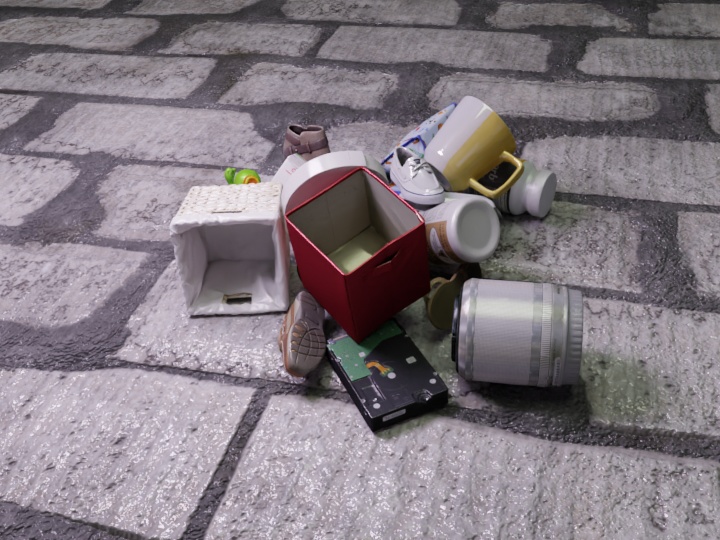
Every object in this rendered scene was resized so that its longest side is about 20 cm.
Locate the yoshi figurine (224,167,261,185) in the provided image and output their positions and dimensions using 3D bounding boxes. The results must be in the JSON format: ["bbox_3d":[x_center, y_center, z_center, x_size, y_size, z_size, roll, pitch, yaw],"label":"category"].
[{"bbox_3d":[-0.233,-0.175,1.716,0.111,0.114,0.199,-28,14,-22],"label":"yoshi figurine"}]

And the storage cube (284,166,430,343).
[{"bbox_3d":[-0.001,-0.028,1.364,0.170,0.181,0.200,-34,52,-19],"label":"storage cube"}]

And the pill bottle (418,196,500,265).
[{"bbox_3d":[0.157,-0.068,1.513,0.113,0.116,0.199,-27,11,-29],"label":"pill bottle"}]

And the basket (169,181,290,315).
[{"bbox_3d":[-0.230,-0.045,1.502,0.194,0.203,0.162,-3,33,1],"label":"basket"}]

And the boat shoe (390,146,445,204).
[{"bbox_3d":[0.103,-0.184,1.555,0.072,0.067,0.200,-13,29,-19],"label":"boat shoe"}]

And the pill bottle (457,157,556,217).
[{"bbox_3d":[0.303,-0.183,1.709,0.197,0.118,0.116,19,41,29],"label":"pill bottle"}]

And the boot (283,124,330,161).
[{"bbox_3d":[-0.085,-0.245,1.804,0.196,0.149,0.070,12,36,20],"label":"boot"}]

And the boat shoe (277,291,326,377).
[{"bbox_3d":[-0.104,0.118,1.379,0.075,0.072,0.201,38,26,-16],"label":"boat shoe"}]

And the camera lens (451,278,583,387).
[{"bbox_3d":[0.246,0.099,1.290,0.196,0.162,0.161,4,36,11],"label":"camera lens"}]

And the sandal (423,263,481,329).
[{"bbox_3d":[0.148,0.046,1.468,0.069,0.079,0.211,-9,21,36],"label":"sandal"}]

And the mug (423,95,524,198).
[{"bbox_3d":[0.214,-0.234,1.607,0.153,0.150,0.186,-44,31,-6],"label":"mug"}]

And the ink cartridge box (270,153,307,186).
[{"bbox_3d":[-0.112,-0.170,1.627,0.117,0.068,0.200,38,8,-5],"label":"ink cartridge box"}]

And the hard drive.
[{"bbox_3d":[0.038,0.165,1.325,0.137,0.038,0.200,-17,39,-18],"label":"hard drive"}]

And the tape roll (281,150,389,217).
[{"bbox_3d":[-0.043,-0.131,1.450,0.199,0.204,0.038,-11,57,-10],"label":"tape roll"}]

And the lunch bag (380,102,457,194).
[{"bbox_3d":[0.137,-0.250,1.796,0.199,0.125,0.170,-25,13,50],"label":"lunch bag"}]

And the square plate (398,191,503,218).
[{"bbox_3d":[0.183,-0.134,1.634,0.196,0.029,0.198,8,0,15],"label":"square plate"}]

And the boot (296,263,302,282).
[{"bbox_3d":[0.000,-0.001,1.528,0.196,0.075,0.162,23,42,32],"label":"boot"}]
